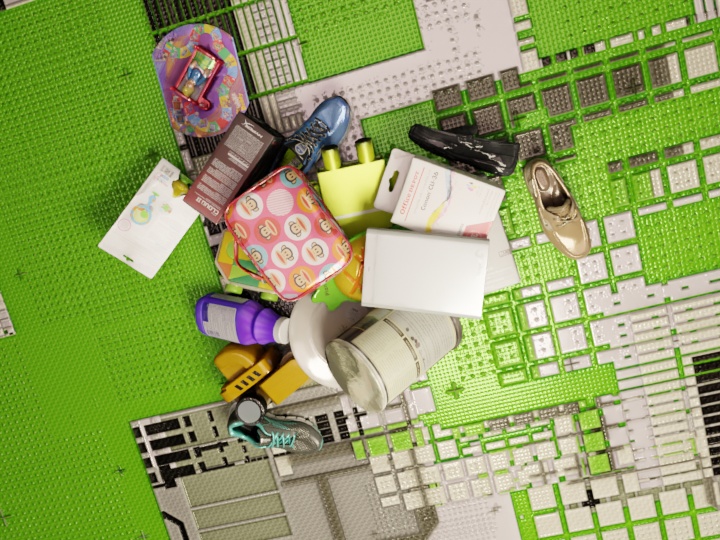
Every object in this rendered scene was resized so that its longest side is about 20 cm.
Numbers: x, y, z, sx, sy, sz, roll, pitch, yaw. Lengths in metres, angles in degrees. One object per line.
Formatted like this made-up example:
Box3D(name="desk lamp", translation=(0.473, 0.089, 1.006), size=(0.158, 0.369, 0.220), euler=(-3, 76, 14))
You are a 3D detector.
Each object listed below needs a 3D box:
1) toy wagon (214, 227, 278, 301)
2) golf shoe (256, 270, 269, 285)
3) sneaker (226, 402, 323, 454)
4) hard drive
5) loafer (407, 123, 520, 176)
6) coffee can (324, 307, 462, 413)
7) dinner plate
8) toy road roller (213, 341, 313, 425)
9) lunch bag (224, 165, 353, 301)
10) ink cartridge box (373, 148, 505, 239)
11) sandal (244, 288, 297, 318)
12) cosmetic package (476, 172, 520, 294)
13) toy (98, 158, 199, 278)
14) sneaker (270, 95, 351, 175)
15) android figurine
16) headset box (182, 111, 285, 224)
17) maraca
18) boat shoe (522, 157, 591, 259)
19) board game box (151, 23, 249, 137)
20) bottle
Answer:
Box3D(name="toy wagon", translation=(-0.163, -0.024, 1.190), size=(0.199, 0.040, 0.156), euler=(12, 82, 3))
Box3D(name="golf shoe", translation=(-0.120, -0.064, 1.139), size=(0.088, 0.077, 0.201), euler=(15, 96, -3))
Box3D(name="sneaker", translation=(-0.173, 0.324, 1.260), size=(0.199, 0.091, 0.078), euler=(16, 103, 2))
Box3D(name="hard drive", translation=(0.105, 0.004, 1.060), size=(0.199, 0.026, 0.133), euler=(6, 103, 10))
Box3D(name="loafer", translation=(0.183, -0.224, 1.131), size=(0.200, 0.068, 0.071), euler=(17, 95, -4))
Box3D(name="coffee can", translation=(0.059, 0.130, 1.124), size=(0.200, 0.146, 0.147), euler=(-34, 98, -29))
Box3D(name="dinner plate", translation=(-0.035, 0.113, 1.177), size=(0.199, 0.024, 0.201), euler=(7, 74, -27))
Box3D(name="toy road roller", translation=(-0.182, 0.179, 1.215), size=(0.200, 0.123, 0.146), euler=(-38, 96, 11))
Box3D(name="lunch bag", translation=(-0.125, -0.052, 1.058), size=(0.176, 0.082, 0.200), euler=(-33, 94, 4))
Box3D(name="ink cartridge box", translation=(0.126, -0.118, 1.073), size=(0.199, 0.068, 0.117), euler=(20, 107, 5))
Box3D(name="sandal", translation=(-0.171, 0.043, 1.232), size=(0.075, 0.048, 0.201), euler=(-40, 83, 13))
Box3D(name="cosmetic package", translation=(0.205, -0.064, 1.150), size=(0.106, 0.090, 0.201), euler=(-20, 101, 12))
Box3D(name="toy", translation=(-0.384, -0.099, 1.210), size=(0.115, 0.047, 0.200), euler=(37, 93, -27))
Box3D(name="sneaker", translation=(-0.089, -0.223, 1.143), size=(0.078, 0.089, 0.200), euler=(39, 102, -4))
Box3D(name="android figurine", translation=(-0.007, -0.134, 1.157), size=(0.181, 0.041, 0.201), euler=(-13, 118, 1))
Box3D(name="headset box", translation=(-0.220, -0.171, 1.132), size=(0.075, 0.149, 0.200), euler=(35, 99, -2))
Box3D(name="maraca", translation=(0.000, 0.000, 1.142), size=(0.199, 0.107, 0.138), euler=(-20, 115, -7))
Box3D(name="boat shoe", translation=(0.348, -0.104, 1.138), size=(0.071, 0.065, 0.200), euler=(-31, 97, 10))
Box3D(name="board game box", translation=(-0.294, -0.344, 1.162), size=(0.157, 0.039, 0.201), euler=(-11, 100, 8))
Box3D(name="bottle", translation=(-0.215, 0.094, 1.194), size=(0.199, 0.065, 0.084), euler=(8, 112, 30))
